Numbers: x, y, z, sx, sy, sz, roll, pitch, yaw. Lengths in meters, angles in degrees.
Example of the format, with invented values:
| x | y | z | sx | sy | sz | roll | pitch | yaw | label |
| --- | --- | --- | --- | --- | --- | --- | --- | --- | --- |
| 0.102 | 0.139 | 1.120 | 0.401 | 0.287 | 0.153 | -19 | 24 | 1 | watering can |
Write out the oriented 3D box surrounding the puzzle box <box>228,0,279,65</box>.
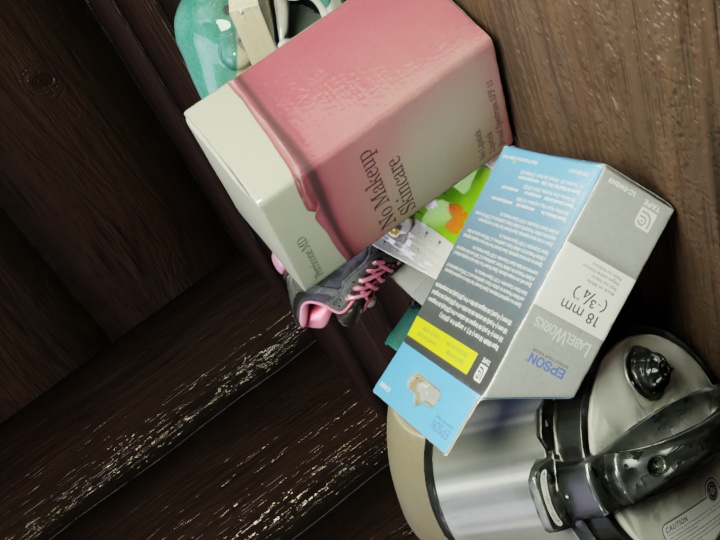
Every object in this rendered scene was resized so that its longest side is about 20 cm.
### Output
| x | y | z | sx | sy | sz | roll | pitch | yaw | label |
| --- | --- | --- | --- | --- | --- | --- | --- | --- | --- |
| -0.087 | -0.252 | 1.010 | 0.133 | 0.025 | 0.201 | 69 | -168 | -58 | puzzle box |

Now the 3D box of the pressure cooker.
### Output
| x | y | z | sx | sy | sz | roll | pitch | yaw | label |
| --- | --- | --- | --- | --- | --- | --- | --- | --- | --- |
| 0.162 | 0.129 | 0.825 | 0.178 | 0.176 | 0.200 | 36 | 145 | -25 | pressure cooker |

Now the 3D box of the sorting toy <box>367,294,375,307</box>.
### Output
| x | y | z | sx | sy | sz | roll | pitch | yaw | label |
| --- | --- | --- | --- | --- | --- | --- | --- | --- | --- |
| -0.017 | -0.087 | 1.232 | 0.185 | 0.036 | 0.200 | 59 | -151 | -31 | sorting toy |

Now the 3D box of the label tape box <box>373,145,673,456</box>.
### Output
| x | y | z | sx | sy | sz | roll | pitch | yaw | label |
| --- | --- | --- | --- | --- | --- | --- | --- | --- | --- |
| 0.101 | 0.024 | 0.787 | 0.063 | 0.200 | 0.144 | 28 | -178 | -20 | label tape box |

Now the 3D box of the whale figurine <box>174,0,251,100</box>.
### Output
| x | y | z | sx | sy | sz | roll | pitch | yaw | label |
| --- | --- | --- | --- | --- | --- | --- | --- | --- | --- |
| -0.151 | -0.221 | 1.292 | 0.159 | 0.103 | 0.201 | -164 | 76 | -82 | whale figurine |

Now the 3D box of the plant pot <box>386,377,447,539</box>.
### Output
| x | y | z | sx | sy | sz | roll | pitch | yaw | label |
| --- | --- | --- | --- | --- | --- | --- | --- | --- | --- |
| 0.101 | 0.159 | 1.140 | 0.187 | 0.187 | 0.200 | 48 | 172 | 35 | plant pot |

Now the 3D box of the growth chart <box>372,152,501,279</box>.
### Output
| x | y | z | sx | sy | sz | roll | pitch | yaw | label |
| --- | --- | --- | --- | --- | --- | --- | --- | --- | --- |
| 0.043 | -0.063 | 0.966 | 0.200 | 0.018 | 0.145 | 26 | 117 | 27 | growth chart |

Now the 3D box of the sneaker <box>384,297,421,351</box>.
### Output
| x | y | z | sx | sy | sz | roll | pitch | yaw | label |
| --- | --- | --- | --- | --- | --- | --- | --- | --- | --- |
| 0.070 | 0.034 | 1.286 | 0.200 | 0.121 | 0.084 | 57 | 171 | -12 | sneaker |

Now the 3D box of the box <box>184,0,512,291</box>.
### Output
| x | y | z | sx | sy | sz | roll | pitch | yaw | label |
| --- | --- | --- | --- | --- | --- | --- | --- | --- | --- |
| -0.004 | -0.103 | 0.864 | 0.109 | 0.200 | 0.128 | 50 | 172 | 32 | box |

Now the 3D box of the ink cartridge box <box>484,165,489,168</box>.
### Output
| x | y | z | sx | sy | sz | roll | pitch | yaw | label |
| --- | --- | --- | --- | --- | --- | --- | --- | --- | --- |
| 0.169 | 0.032 | 0.993 | 0.200 | 0.043 | 0.198 | 49 | 170 | 43 | ink cartridge box |

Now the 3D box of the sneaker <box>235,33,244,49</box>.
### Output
| x | y | z | sx | sy | sz | roll | pitch | yaw | label |
| --- | --- | --- | --- | --- | --- | --- | --- | --- | --- |
| -0.047 | -0.187 | 1.169 | 0.200 | 0.088 | 0.074 | 47 | 168 | 27 | sneaker |

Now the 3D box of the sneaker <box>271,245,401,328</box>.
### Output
| x | y | z | sx | sy | sz | roll | pitch | yaw | label |
| --- | --- | --- | --- | --- | --- | --- | --- | --- | --- |
| 0.000 | 0.000 | 1.083 | 0.200 | 0.079 | 0.096 | -25 | 66 | 45 | sneaker |

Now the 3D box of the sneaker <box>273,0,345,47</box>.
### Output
| x | y | z | sx | sy | sz | roll | pitch | yaw | label |
| --- | --- | --- | --- | --- | --- | --- | --- | --- | --- |
| -0.039 | -0.187 | 0.990 | 0.070 | 0.094 | 0.200 | 11 | 146 | 16 | sneaker |

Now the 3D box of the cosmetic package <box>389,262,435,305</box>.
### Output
| x | y | z | sx | sy | sz | roll | pitch | yaw | label |
| --- | --- | --- | --- | --- | --- | --- | --- | --- | --- |
| 0.104 | 0.036 | 1.153 | 0.200 | 0.051 | 0.083 | 37 | -178 | -37 | cosmetic package |
